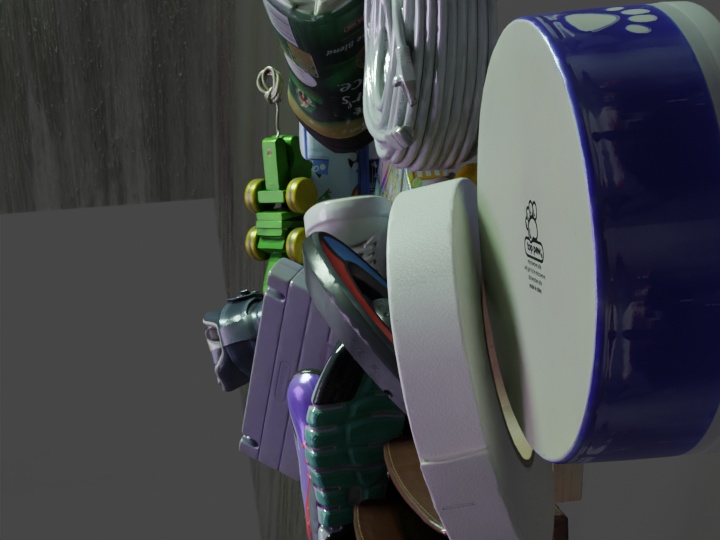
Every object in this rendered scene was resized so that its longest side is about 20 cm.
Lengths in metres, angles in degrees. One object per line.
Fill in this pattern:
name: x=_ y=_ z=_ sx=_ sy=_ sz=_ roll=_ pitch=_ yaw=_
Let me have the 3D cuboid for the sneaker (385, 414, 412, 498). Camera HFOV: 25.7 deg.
sneaker: x=0.040 y=0.155 z=1.189 sx=0.077 sy=0.083 sz=0.201 roll=-7 pitch=-85 yaw=-56

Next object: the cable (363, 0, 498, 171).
cable: x=0.044 y=-0.167 z=1.061 sx=0.200 sy=0.069 sz=0.201 roll=147 pitch=124 yaw=-82

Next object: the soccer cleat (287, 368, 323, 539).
soccer cleat: x=-0.019 y=0.172 z=1.247 sx=0.073 sy=0.068 sz=0.201 roll=-51 pitch=-47 yaw=-50

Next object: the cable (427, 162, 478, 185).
cable: x=0.035 y=-0.012 z=1.001 sx=0.050 sy=0.097 sz=0.200 roll=47 pitch=-155 yaw=-2

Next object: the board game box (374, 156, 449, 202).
board game box: x=0.041 y=-0.033 z=1.294 sx=0.200 sy=0.034 sz=0.135 roll=97 pitch=166 yaw=-53

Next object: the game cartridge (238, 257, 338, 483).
game cartridge: x=-0.027 y=0.096 z=1.273 sx=0.038 sy=0.129 sz=0.201 roll=-53 pitch=-19 yaw=-49

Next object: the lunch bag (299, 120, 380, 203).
lunch bag: x=-0.019 y=-0.128 z=1.437 sx=0.200 sy=0.075 sz=0.161 roll=-97 pitch=7 yaw=-83

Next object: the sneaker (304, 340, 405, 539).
sneaker: x=-0.016 y=0.134 z=1.167 sx=0.088 sy=0.074 sz=0.201 roll=-143 pitch=56 yaw=-66

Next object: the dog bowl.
dog bowl: x=0.112 y=-0.016 z=0.701 sx=0.200 sy=0.078 sz=0.201 roll=175 pitch=90 yaw=-81

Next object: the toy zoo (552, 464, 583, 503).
toy zoo: x=0.102 y=0.035 z=0.978 sx=0.200 sy=0.020 sz=0.132 roll=-113 pitch=20 yaw=-63

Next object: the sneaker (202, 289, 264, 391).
sneaker: x=-0.059 y=0.057 z=1.440 sx=0.202 sy=0.146 sz=0.077 roll=22 pitch=-134 yaw=-66

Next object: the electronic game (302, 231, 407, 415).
electronic game: x=0.033 y=0.051 z=1.041 sx=0.200 sy=0.042 sz=0.200 roll=47 pitch=-172 yaw=-8

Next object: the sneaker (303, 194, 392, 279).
sneaker: x=0.000 y=0.000 z=1.259 sx=0.200 sy=0.072 sz=0.085 roll=75 pitch=-176 yaw=-73

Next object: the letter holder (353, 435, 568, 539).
letter holder: x=0.043 y=0.183 z=1.041 sx=0.200 sy=0.141 sz=0.101 roll=-132 pitch=38 yaw=-76

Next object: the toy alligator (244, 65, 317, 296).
toy alligator: x=-0.060 y=-0.071 z=1.336 sx=0.059 sy=0.054 sz=0.201 roll=2 pitch=94 yaw=39

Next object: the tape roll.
tape roll: x=0.060 y=0.052 z=0.820 sx=0.203 sy=0.037 sz=0.204 roll=-12 pitch=-90 yaw=-76

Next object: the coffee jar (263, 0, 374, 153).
coffee jar: x=-0.014 y=-0.181 z=1.246 sx=0.085 sy=0.104 sz=0.200 roll=42 pitch=165 yaw=24
